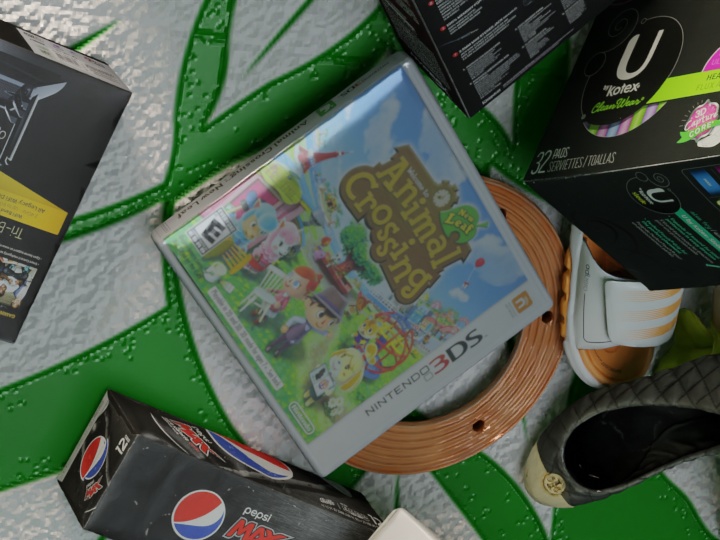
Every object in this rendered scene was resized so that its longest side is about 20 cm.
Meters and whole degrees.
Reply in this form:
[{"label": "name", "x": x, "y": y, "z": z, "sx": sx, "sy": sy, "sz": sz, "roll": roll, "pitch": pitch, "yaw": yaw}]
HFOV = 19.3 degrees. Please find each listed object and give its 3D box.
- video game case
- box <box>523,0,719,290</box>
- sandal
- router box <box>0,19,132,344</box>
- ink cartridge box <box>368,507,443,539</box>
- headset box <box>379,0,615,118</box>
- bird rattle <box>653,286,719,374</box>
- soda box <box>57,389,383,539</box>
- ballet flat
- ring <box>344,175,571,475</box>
[{"label": "video game case", "x": 0.000, "y": 0.000, "z": 1.255, "sx": 0.181, "sy": 0.022, "sz": 0.201, "roll": -36, "pitch": 121, "yaw": -5}, {"label": "box", "x": 0.220, "y": -0.085, "z": 1.203, "sx": 0.124, "sy": 0.199, "sz": 0.149, "roll": 37, "pitch": 66, "yaw": -28}, {"label": "sandal", "x": 0.167, "y": -0.011, "z": 1.313, "sx": 0.079, "sy": 0.059, "sz": 0.209, "roll": -25, "pitch": 122, "yaw": -34}, {"label": "router box", "x": -0.243, "y": -0.067, "z": 1.120, "sx": 0.199, "sy": 0.052, "sz": 0.158, "roll": 21, "pitch": 103, "yaw": -30}, {"label": "ink cartridge box", "x": 0.080, "y": 0.246, "z": 1.308, "sx": 0.084, "sy": 0.145, "sz": 0.200, "roll": -48, "pitch": 146, "yaw": -1}, {"label": "headset box", "x": 0.070, "y": -0.200, "z": 1.145, "sx": 0.149, "sy": 0.077, "sz": 0.200, "roll": -39, "pitch": 145, "yaw": -3}, {"label": "bird rattle", "x": 0.268, "y": 0.002, "z": 1.375, "sx": 0.162, "sy": 0.112, "sz": 0.202, "roll": 0, "pitch": 100, "yaw": -36}, {"label": "soda box", "x": -0.079, "y": 0.145, "z": 1.281, "sx": 0.199, "sy": 0.063, "sz": 0.071, "roll": 26, "pitch": 100, "yaw": -31}, {"label": "ballet flat", "x": 0.174, "y": 0.104, "z": 1.328, "sx": 0.199, "sy": 0.057, "sz": 0.067, "roll": -31, "pitch": 102, "yaw": 39}, {"label": "ring", "x": 0.040, "y": 0.033, "z": 1.311, "sx": 0.198, "sy": 0.019, "sz": 0.202, "roll": -9, "pitch": 116, "yaw": -19}]
